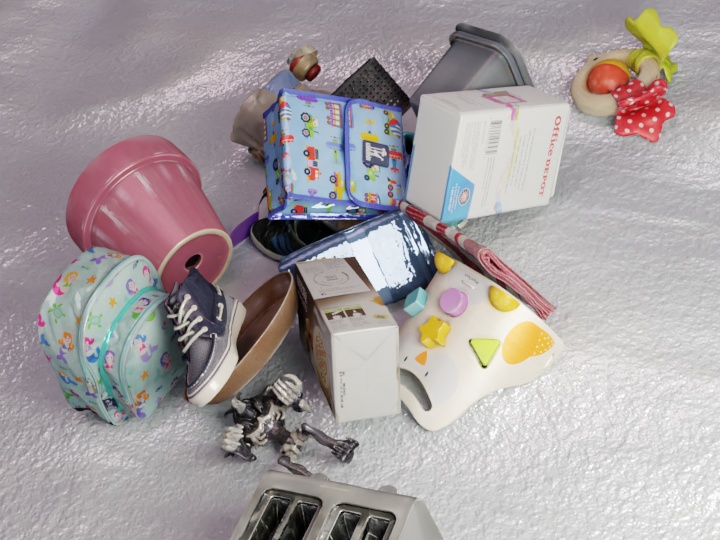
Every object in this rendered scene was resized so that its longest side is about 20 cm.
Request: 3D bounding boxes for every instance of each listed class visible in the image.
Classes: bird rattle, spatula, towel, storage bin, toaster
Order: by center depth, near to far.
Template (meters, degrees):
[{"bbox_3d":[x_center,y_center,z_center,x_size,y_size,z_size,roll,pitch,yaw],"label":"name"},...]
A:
[{"bbox_3d":[-0.037,0.304,1.124,0.180,0.119,0.201,5,47,27],"label":"toaster"},{"bbox_3d":[0.135,-0.015,1.369,0.023,0.144,0.200,-52,33,-1],"label":"towel"},{"bbox_3d":[0.000,0.000,1.459,0.199,0.112,0.049,-23,3,-8],"label":"towel"},{"bbox_3d":[0.152,-0.220,1.577,0.134,0.200,0.145,-46,46,-16],"label":"storage bin"},{"bbox_3d":[0.381,-0.264,1.631,0.162,0.113,0.201,-1,56,37],"label":"bird rattle"},{"bbox_3d":[-0.033,-0.201,1.648,0.200,0.094,0.135,-47,10,-29],"label":"storage bin"},{"bbox_3d":[-0.141,-0.101,1.659,0.020,0.057,0.201,28,51,4],"label":"spatula"}]

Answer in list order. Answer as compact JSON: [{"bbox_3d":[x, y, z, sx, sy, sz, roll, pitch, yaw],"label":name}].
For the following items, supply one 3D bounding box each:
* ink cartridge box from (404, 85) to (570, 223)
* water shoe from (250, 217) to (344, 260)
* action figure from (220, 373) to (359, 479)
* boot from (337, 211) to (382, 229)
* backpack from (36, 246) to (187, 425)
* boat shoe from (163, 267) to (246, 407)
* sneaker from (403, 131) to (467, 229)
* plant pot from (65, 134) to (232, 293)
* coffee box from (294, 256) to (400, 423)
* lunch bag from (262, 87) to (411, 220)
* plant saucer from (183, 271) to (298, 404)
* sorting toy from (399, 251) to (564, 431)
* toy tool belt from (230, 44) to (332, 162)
[{"bbox_3d":[0.165,-0.154,1.470,0.199,0.146,0.085,-10,30,-36],"label":"ink cartridge box"},{"bbox_3d":[-0.079,-0.052,1.560,0.199,0.079,0.072,21,54,37],"label":"water shoe"},{"bbox_3d":[-0.097,0.178,1.300,0.199,0.102,0.119,24,68,37],"label":"action figure"},{"bbox_3d":[0.012,-0.121,1.612,0.075,0.074,0.201,-9,44,22],"label":"boot"},{"bbox_3d":[-0.302,0.077,1.412,0.150,0.201,0.178,11,48,30],"label":"backpack"},{"bbox_3d":[-0.193,0.074,1.322,0.075,0.093,0.200,-42,19,17],"label":"boat shoe"},{"bbox_3d":[0.088,-0.117,1.567,0.077,0.080,0.201,-21,41,-3],"label":"sneaker"},{"bbox_3d":[-0.279,-0.056,1.573,0.199,0.201,0.179,-36,59,-18],"label":"plant pot"},{"bbox_3d":[-0.017,0.074,1.327,0.079,0.115,0.200,-7,26,-12],"label":"coffee box"},{"bbox_3d":[-0.022,-0.147,1.511,0.198,0.094,0.152,2,74,-22],"label":"lunch bag"},{"bbox_3d":[-0.138,0.088,1.379,0.200,0.034,0.201,-45,17,18],"label":"plant saucer"},{"bbox_3d":[0.101,0.092,1.341,0.180,0.107,0.200,-51,47,-6],"label":"sorting toy"},{"bbox_3d":[-0.101,-0.244,1.773,0.123,0.125,0.200,40,64,3],"label":"toy tool belt"}]
